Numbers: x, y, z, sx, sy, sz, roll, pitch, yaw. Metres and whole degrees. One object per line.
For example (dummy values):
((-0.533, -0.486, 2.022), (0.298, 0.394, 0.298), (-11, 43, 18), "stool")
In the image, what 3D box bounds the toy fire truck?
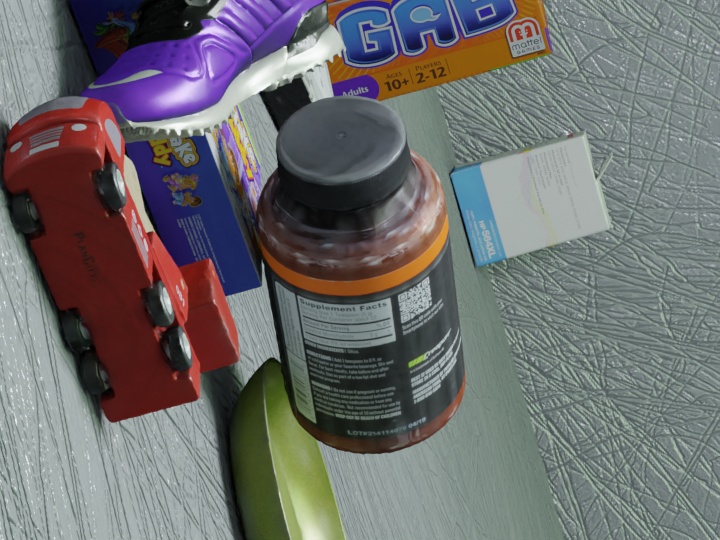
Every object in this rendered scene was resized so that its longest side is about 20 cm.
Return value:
((-0.108, -0.007, 1.343), (0.141, 0.049, 0.200), (-95, 168, -57), "toy fire truck")

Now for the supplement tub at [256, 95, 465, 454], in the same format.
((0.000, 0.000, 1.608), (0.107, 0.107, 0.200), (-98, 180, -47), "supplement tub")

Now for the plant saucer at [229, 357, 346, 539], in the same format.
((-0.038, 0.150, 1.656), (0.200, 0.031, 0.201), (-16, 90, -83), "plant saucer")

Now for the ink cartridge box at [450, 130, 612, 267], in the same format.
((0.227, -0.095, 3.654), (0.129, 0.199, 0.126), (-48, 123, -82), "ink cartridge box")

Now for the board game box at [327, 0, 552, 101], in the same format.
((0.045, -0.290, 2.571), (0.200, 0.199, 0.200), (-92, 165, -64), "board game box")

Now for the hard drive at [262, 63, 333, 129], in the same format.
((-0.059, -0.175, 2.170), (0.200, 0.038, 0.140), (63, 13, -57), "hard drive")

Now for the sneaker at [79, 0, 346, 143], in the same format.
((-0.087, -0.128, 1.466), (0.200, 0.069, 0.100), (-35, 116, -54), "sneaker")

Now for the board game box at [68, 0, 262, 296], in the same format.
((-0.105, -0.101, 1.594), (0.135, 0.045, 0.200), (-95, 168, -57), "board game box")
